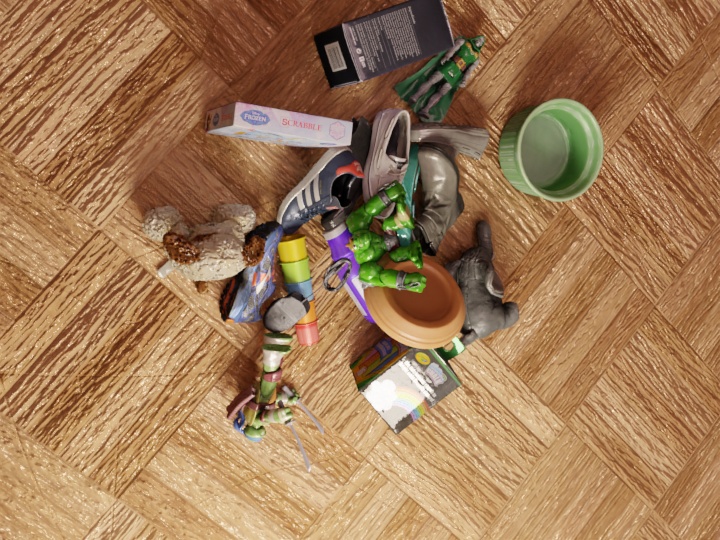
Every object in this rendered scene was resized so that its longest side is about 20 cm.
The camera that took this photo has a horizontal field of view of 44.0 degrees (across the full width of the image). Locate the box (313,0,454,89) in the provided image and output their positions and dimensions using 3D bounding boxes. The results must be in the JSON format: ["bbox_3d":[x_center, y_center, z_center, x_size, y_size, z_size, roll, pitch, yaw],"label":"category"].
[{"bbox_3d":[0.041,-0.408,1.584,0.200,0.148,0.105,-24,104,-18],"label":"box"}]

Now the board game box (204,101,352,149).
[{"bbox_3d":[-0.142,-0.241,1.499,0.199,0.200,0.041,6,93,-24],"label":"board game box"}]

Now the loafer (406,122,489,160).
[{"bbox_3d":[0.166,-0.241,1.682,0.200,0.070,0.070,-2,106,-37],"label":"loafer"}]

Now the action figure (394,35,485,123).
[{"bbox_3d":[0.169,-0.377,1.693,0.200,0.055,0.118,-50,116,-11],"label":"action figure"}]

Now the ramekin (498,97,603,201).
[{"bbox_3d":[0.372,-0.238,1.768,0.200,0.098,0.200,-2,96,-22],"label":"ramekin"}]

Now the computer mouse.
[{"bbox_3d":[-0.094,0.041,1.578,0.200,0.034,0.059,-37,111,12],"label":"computer mouse"}]

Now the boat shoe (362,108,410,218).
[{"bbox_3d":[0.056,-0.194,1.611,0.072,0.066,0.200,13,86,-36],"label":"boat shoe"}]

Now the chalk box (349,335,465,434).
[{"bbox_3d":[0.099,0.181,1.659,0.200,0.124,0.125,-38,108,3],"label":"chalk box"}]

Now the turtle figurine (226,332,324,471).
[{"bbox_3d":[-0.129,0.219,1.579,0.144,0.200,0.194,-19,119,-59],"label":"turtle figurine"}]

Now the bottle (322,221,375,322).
[{"bbox_3d":[0.000,0.000,1.656,0.084,0.065,0.200,-40,109,-21],"label":"bottle"}]

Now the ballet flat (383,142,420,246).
[{"bbox_3d":[0.074,-0.144,1.675,0.070,0.067,0.200,4,92,-6],"label":"ballet flat"}]

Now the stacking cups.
[{"bbox_3d":[-0.107,0.037,1.618,0.060,0.060,0.200,-16,102,-20],"label":"stacking cups"}]

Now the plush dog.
[{"bbox_3d":[-0.255,-0.030,1.488,0.200,0.172,0.161,-3,97,-23],"label":"plush dog"}]

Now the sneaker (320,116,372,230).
[{"bbox_3d":[-0.031,-0.178,1.629,0.104,0.060,0.200,47,72,-23],"label":"sneaker"}]

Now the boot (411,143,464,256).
[{"bbox_3d":[0.133,-0.124,1.646,0.131,0.068,0.200,-58,143,-28],"label":"boot"}]

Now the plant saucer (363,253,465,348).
[{"bbox_3d":[0.103,0.045,1.607,0.200,0.037,0.200,12,53,-17],"label":"plant saucer"}]

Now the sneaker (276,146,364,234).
[{"bbox_3d":[-0.069,-0.122,1.563,0.200,0.085,0.075,-50,156,26],"label":"sneaker"}]

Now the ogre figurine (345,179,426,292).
[{"bbox_3d":[0.041,-0.047,1.561,0.120,0.098,0.200,-19,91,18],"label":"ogre figurine"}]

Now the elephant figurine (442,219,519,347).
[{"bbox_3d":[0.219,0.020,1.718,0.141,0.155,0.200,-15,103,-8],"label":"elephant figurine"}]

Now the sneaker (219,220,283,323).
[{"bbox_3d":[-0.182,0.005,1.579,0.078,0.075,0.200,17,105,-34],"label":"sneaker"}]
